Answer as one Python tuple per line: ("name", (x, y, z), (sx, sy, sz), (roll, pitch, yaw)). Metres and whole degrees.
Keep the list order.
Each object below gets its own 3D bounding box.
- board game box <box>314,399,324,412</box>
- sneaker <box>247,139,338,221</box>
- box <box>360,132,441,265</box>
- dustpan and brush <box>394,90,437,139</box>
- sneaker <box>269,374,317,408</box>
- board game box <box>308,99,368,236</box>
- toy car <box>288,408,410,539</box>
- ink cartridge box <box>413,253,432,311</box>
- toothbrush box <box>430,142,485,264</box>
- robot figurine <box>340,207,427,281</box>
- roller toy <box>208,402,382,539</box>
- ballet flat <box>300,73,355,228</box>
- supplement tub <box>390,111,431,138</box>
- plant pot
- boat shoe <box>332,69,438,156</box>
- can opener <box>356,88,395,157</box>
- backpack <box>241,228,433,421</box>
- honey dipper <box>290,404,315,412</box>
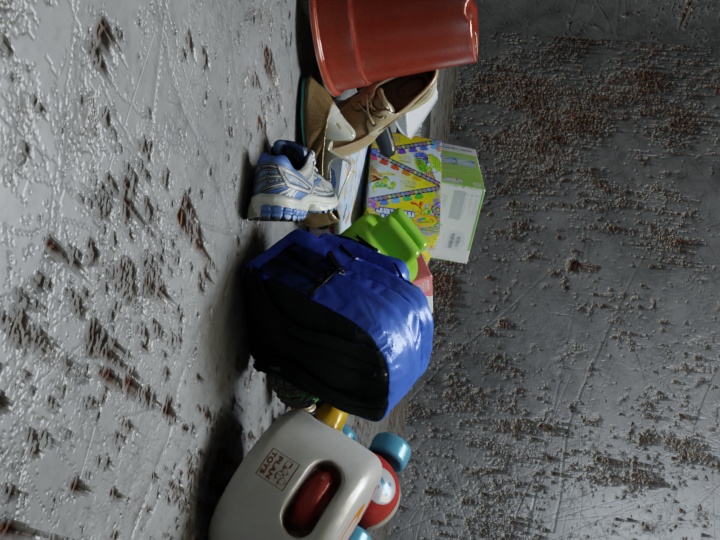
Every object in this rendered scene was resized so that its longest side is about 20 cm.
("board game box", (-0.016, 0.144, 1.240), (0.136, 0.035, 0.200), (-48, 173, -29))
("sneaker", (-0.072, -0.108, 0.964), (0.200, 0.076, 0.086), (-46, 137, -75))
("box", (0.057, -0.093, 1.418), (0.200, 0.121, 0.194), (106, -9, -57))
("dustpan and brush", (0.061, -0.315, 1.234), (0.140, 0.057, 0.201), (-58, 148, -42))
("sneaker", (-0.070, 0.081, 1.089), (0.085, 0.077, 0.202), (-25, 121, -80))
("board game box", (-0.029, -0.142, 1.287), (0.199, 0.041, 0.202), (18, 79, -80))
("toy car", (-0.044, 0.264, 1.160), (0.185, 0.176, 0.201), (-60, 145, -37))
("ink cartridge box", (0.012, 0.045, 1.337), (0.117, 0.199, 0.068), (82, -12, -56))
("toothbrush box", (0.160, -0.126, 1.508), (0.200, 0.085, 0.147), (-89, -171, -62))
("robot figurine", (0.000, 0.000, 1.183), (0.200, 0.116, 0.175), (-39, -176, 27))
("roller toy", (-0.074, 0.252, 0.918), (0.201, 0.139, 0.182), (-64, 168, 18))
("ballet flat", (-0.044, -0.153, 1.097), (0.068, 0.072, 0.202), (-46, 141, -73))
("supplement tub", (0.066, -0.233, 1.552), (0.123, 0.121, 0.202), (-62, 156, -65))
("plant pot", (0.051, -0.336, 1.079), (0.201, 0.194, 0.203), (-3, 90, -77))
("boat shoe", (0.020, -0.227, 1.154), (0.071, 0.199, 0.065), (53, -9, 2))
("can opener", (0.013, -0.265, 1.239), (0.063, 0.078, 0.202), (-52, 127, -74))
("backpack", (-0.012, 0.052, 0.928), (0.168, 0.199, 0.163), (-40, 143, -33))
("honey dipper", (-0.081, 0.103, 1.167), (0.038, 0.038, 0.202), (-58, 151, -68))
